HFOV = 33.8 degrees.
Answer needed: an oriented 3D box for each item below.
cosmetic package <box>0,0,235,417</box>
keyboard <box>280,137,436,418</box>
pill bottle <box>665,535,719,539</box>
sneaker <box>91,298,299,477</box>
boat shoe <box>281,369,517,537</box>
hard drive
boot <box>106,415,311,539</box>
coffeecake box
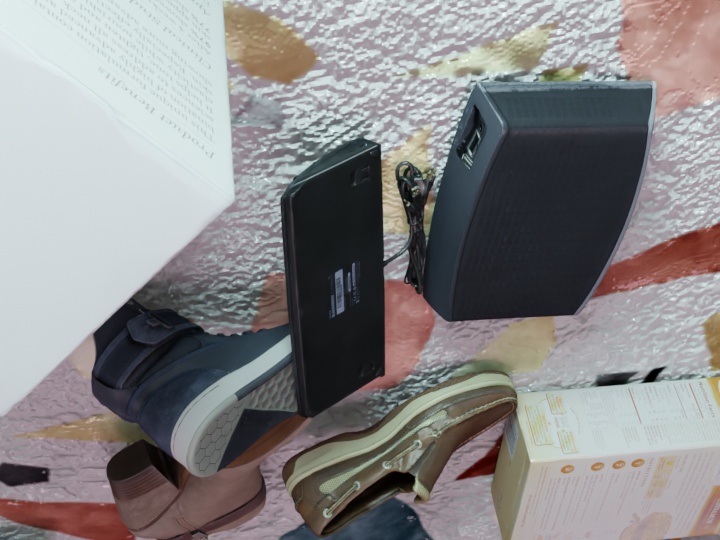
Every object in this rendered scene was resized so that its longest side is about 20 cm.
[{"bbox_3d":[-0.175,-0.081,0.555,0.166,0.200,0.167,-40,122,21],"label":"cosmetic package"},{"bbox_3d":[0.000,0.000,0.789,0.127,0.021,0.200,-28,136,-30],"label":"keyboard"},{"bbox_3d":[0.268,0.326,1.182,0.200,0.112,0.112,-33,134,23],"label":"pill bottle"},{"bbox_3d":[-0.098,0.055,0.845,0.202,0.146,0.077,-25,130,-46],"label":"sneaker"},{"bbox_3d":[0.042,0.153,0.950,0.202,0.075,0.075,-26,148,1],"label":"boat shoe"},{"bbox_3d":[0.119,-0.039,0.798,0.135,0.042,0.200,-2,138,-12],"label":"hard drive"},{"bbox_3d":[-0.109,0.163,0.974,0.200,0.070,0.146,-20,146,7],"label":"boot"},{"bbox_3d":[0.226,0.171,1.030,0.200,0.073,0.154,-4,138,-7],"label":"coffeecake box"}]
